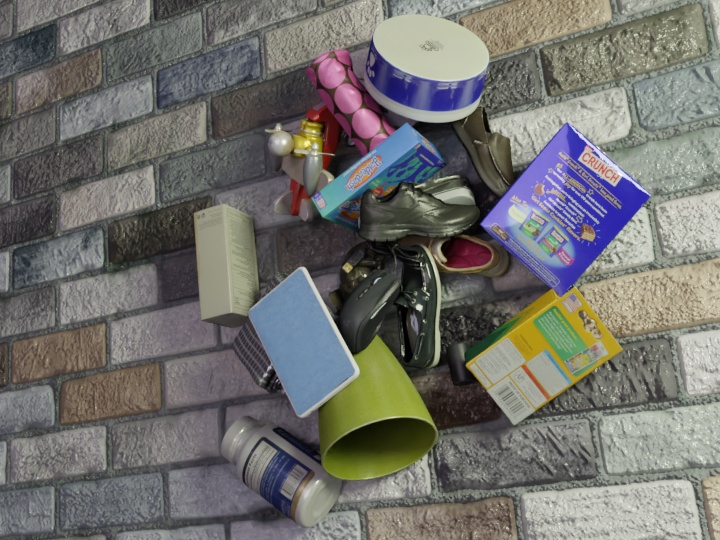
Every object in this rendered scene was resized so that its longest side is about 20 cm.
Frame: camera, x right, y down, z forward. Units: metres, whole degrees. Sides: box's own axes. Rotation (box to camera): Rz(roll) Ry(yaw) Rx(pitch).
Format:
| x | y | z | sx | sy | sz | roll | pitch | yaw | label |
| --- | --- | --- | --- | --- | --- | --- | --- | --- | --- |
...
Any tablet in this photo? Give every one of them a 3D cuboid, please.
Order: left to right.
| x | y | z | sx | sy | sz | roll | pitch | yaw | label |
| --- | --- | --- | --- | --- | --- | --- | --- | --- | --- |
| -0.091 | 0.110 | 1.380 | 0.130 | 0.014 | 0.202 | -38 | 66 | 20 | tablet |

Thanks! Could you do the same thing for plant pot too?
| x | y | z | sx | sy | sz | roll | pitch | yaw | label |
| --- | --- | --- | --- | --- | --- | --- | --- | --- | --- |
| 0.007 | 0.198 | 1.419 | 0.186 | 0.187 | 0.202 | -31 | 51 | 17 | plant pot |

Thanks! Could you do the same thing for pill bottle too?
| x | y | z | sx | sy | sz | roll | pitch | yaw | label |
| --- | --- | --- | --- | --- | --- | --- | --- | --- | --- |
| -0.135 | 0.327 | 1.482 | 0.199 | 0.111 | 0.112 | 29 | 92 | 28 | pill bottle |

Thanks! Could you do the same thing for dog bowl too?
| x | y | z | sx | sy | sz | roll | pitch | yaw | label |
| --- | --- | --- | --- | --- | --- | --- | --- | --- | --- |
| 0.108 | -0.333 | 1.457 | 0.200 | 0.199 | 0.079 | 41 | 141 | 27 | dog bowl |

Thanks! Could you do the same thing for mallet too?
| x | y | z | sx | sy | sz | roll | pitch | yaw | label |
| --- | --- | --- | --- | --- | --- | --- | --- | --- | --- |
| 0.230 | 0.138 | 1.388 | 0.197 | 0.041 | 0.067 | -8 | 74 | 20 | mallet |

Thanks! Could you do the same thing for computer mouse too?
| x | y | z | sx | sy | sz | roll | pitch | yaw | label |
| --- | --- | --- | --- | --- | --- | --- | --- | --- | --- |
| 0.001 | 0.025 | 1.413 | 0.140 | 0.046 | 0.201 | 29 | 81 | 44 | computer mouse |

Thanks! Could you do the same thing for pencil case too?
| x | y | z | sx | sy | sz | roll | pitch | yaw | label |
| --- | --- | --- | --- | --- | --- | --- | --- | --- | --- |
| -0.004 | -0.277 | 1.496 | 0.201 | 0.093 | 0.091 | 56 | 146 | 2 | pencil case |

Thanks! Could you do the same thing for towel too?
| x | y | z | sx | sy | sz | roll | pitch | yaw | label |
| --- | --- | --- | --- | --- | --- | --- | --- | --- | --- |
| -0.134 | 0.103 | 1.499 | 0.167 | 0.085 | 0.200 | -57 | 26 | 3 | towel |

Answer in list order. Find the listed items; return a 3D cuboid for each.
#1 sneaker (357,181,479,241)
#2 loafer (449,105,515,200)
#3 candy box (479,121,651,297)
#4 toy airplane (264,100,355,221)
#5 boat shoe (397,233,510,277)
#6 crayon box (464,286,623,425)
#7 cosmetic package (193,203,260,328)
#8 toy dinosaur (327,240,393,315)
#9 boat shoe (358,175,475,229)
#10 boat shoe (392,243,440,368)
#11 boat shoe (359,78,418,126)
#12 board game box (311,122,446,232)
| x | y | z | sx | sy | sz | roll | pitch | yaw | label |
| --- | --- | --- | --- | --- | --- | --- | --- | --- | --- |
| 0.092 | -0.096 | 1.403 | 0.197 | 0.076 | 0.092 | -5 | 101 | -8 | sneaker |
| 0.214 | -0.190 | 1.443 | 0.071 | 0.073 | 0.202 | -33 | 67 | 15 | loafer |
| 0.307 | -0.091 | 1.346 | 0.169 | 0.077 | 0.200 | 42 | 101 | 5 | candy box |
| -0.108 | -0.190 | 1.560 | 0.199 | 0.140 | 0.202 | -29 | 49 | 42 | toy airplane |
| 0.141 | -0.033 | 1.446 | 0.197 | 0.069 | 0.075 | 6 | 83 | 29 | boat shoe |
| 0.270 | 0.121 | 1.327 | 0.199 | 0.052 | 0.126 | -37 | 102 | 15 | crayon box |
| -0.240 | -0.006 | 1.611 | 0.072 | 0.103 | 0.203 | -13 | 72 | 24 | cosmetic package |
| 0.000 | 0.000 | 1.503 | 0.101 | 0.077 | 0.203 | 8 | 80 | 34 | toy dinosaur |
| 0.091 | -0.108 | 1.481 | 0.197 | 0.071 | 0.064 | -13 | 51 | 5 | boat shoe |
| 0.083 | 0.059 | 1.427 | 0.074 | 0.065 | 0.203 | 9 | 103 | 54 | boat shoe |
| 0.035 | -0.302 | 1.562 | 0.198 | 0.068 | 0.073 | 18 | 124 | 31 | boat shoe |
| 0.034 | -0.149 | 1.478 | 0.199 | 0.152 | 0.045 | -36 | 71 | 15 | board game box |
